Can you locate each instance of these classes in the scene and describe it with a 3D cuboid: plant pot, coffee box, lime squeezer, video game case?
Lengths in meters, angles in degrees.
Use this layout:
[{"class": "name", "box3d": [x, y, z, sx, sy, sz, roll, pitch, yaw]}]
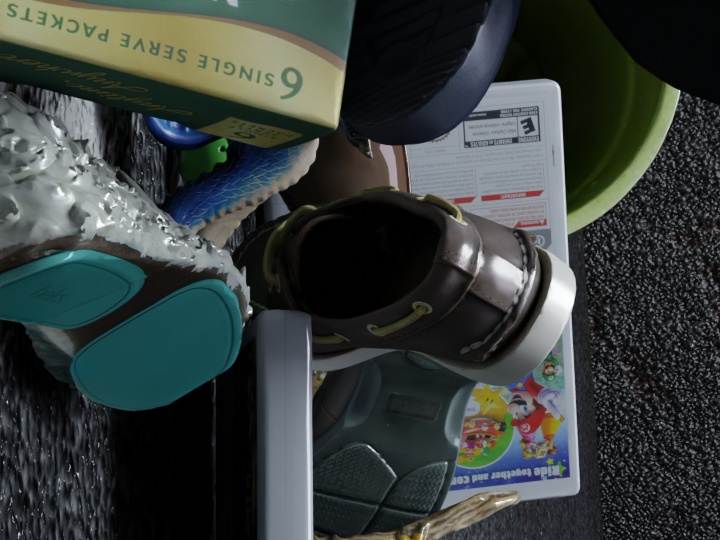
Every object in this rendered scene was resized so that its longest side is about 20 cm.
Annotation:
[{"class": "plant pot", "box3d": [0.051, -0.094, 1.338, 0.190, 0.199, 0.201, 114, -25, -81]}, {"class": "coffee box", "box3d": [-0.051, -0.144, 0.738, 0.044, 0.123, 0.201, -12, -114, 62]}, {"class": "lime squeezer", "box3d": [-0.051, -0.035, 1.059, 0.200, 0.038, 0.071, -72, 158, -67]}, {"class": "video game case", "box3d": [-0.038, 0.124, 0.990, 0.182, 0.023, 0.201, 137, -46, -79]}, {"class": "video game case", "box3d": [0.028, 0.015, 1.219, 0.018, 0.143, 0.201, -135, -139, -76]}]

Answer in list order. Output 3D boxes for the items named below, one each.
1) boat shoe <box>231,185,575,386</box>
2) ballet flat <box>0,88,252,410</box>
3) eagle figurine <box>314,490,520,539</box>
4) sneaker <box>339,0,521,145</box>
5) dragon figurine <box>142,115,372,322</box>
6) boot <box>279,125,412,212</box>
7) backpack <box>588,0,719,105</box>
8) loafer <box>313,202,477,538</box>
[{"class": "boat shoe", "box3d": [0.000, 0.000, 0.980, 0.059, 0.200, 0.072, 32, 79, -30]}, {"class": "ballet flat", "box3d": [-0.081, -0.009, 0.787, 0.200, 0.071, 0.072, 56, 33, -74]}, {"class": "eagle figurine", "box3d": [0.028, 0.182, 1.075, 0.151, 0.152, 0.200, 46, 10, -48]}, {"class": "sneaker", "box3d": [0.036, -0.101, 0.816, 0.082, 0.070, 0.200, 55, 33, -39]}, {"class": "dragon figurine", "box3d": [-0.055, -0.076, 0.942, 0.059, 0.099, 0.201, 120, -45, -90]}, {"class": "boot", "box3d": [-0.016, -0.083, 1.069, 0.200, 0.064, 0.187, -143, -146, -84]}, {"class": "backpack", "box3d": [0.115, -0.169, 0.813, 0.163, 0.153, 0.201, 47, 58, -63]}, {"class": "loafer", "box3d": [0.013, 0.061, 1.165, 0.063, 0.072, 0.200, -96, -152, -61]}]
